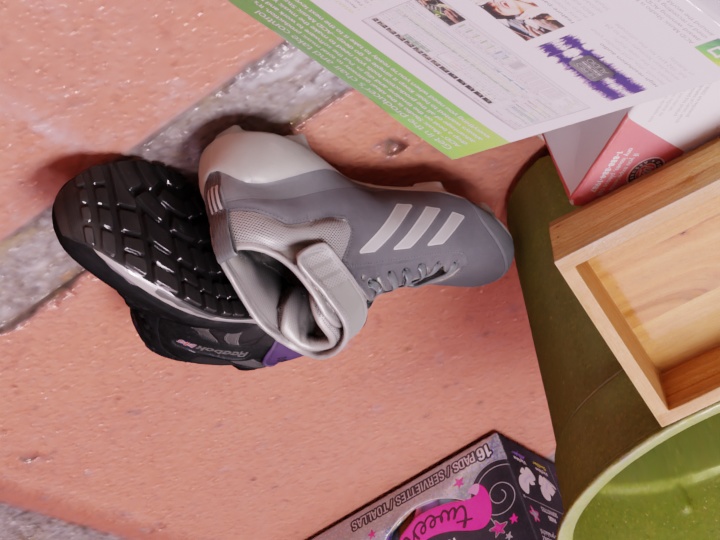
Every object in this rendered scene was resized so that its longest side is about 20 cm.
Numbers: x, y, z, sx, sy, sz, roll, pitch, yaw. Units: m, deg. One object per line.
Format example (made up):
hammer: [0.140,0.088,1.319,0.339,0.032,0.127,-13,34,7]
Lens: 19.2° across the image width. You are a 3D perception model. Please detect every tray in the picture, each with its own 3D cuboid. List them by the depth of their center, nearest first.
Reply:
tray: [0.189,-0.021,0.876,0.200,0.037,0.099,-28,118,15]

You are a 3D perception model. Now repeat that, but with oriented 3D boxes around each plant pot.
plant pot: [0.161,0.026,1.070,0.199,0.190,0.200,-15,150,-9]

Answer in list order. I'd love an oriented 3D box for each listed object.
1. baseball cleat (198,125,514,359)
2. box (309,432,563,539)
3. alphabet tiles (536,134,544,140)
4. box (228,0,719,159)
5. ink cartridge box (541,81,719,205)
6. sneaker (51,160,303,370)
baseball cleat: [0.000,0.000,1.017,0.200,0.107,0.070,17,147,-39]
box: [0.053,0.213,1.376,0.200,0.115,0.132,-32,148,19]
alphabet tiles: [0.145,-0.135,0.979,0.199,0.015,0.196,-13,146,-13]
box: [0.043,-0.108,0.803,0.144,0.036,0.200,34,155,-25]
ink cartridge box: [0.186,-0.091,0.905,0.199,0.068,0.117,-3,146,-26]
sneaker: [-0.087,0.013,1.023,0.087,0.076,0.200,-30,148,27]
